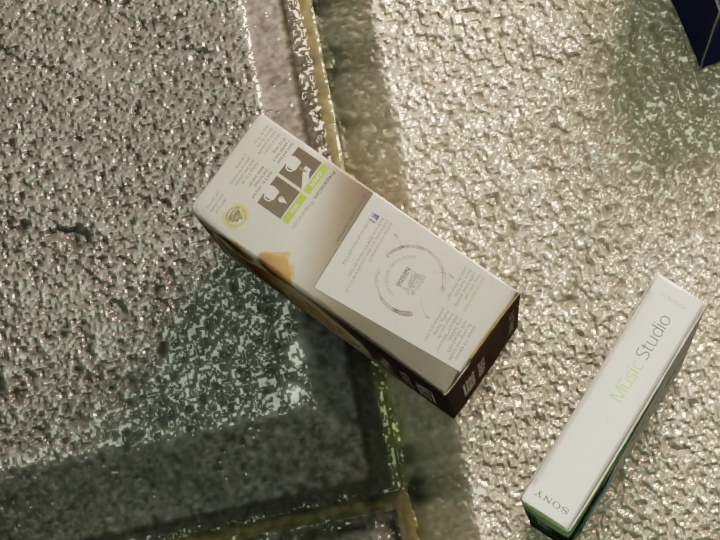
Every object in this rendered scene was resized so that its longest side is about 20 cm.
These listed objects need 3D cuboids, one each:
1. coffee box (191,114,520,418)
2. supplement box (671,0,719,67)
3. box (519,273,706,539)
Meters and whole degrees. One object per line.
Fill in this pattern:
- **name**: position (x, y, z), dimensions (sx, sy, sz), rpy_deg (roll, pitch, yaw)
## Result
- **coffee box**: position (0.000, 0.000, 0.947), dimensions (0.199, 0.114, 0.080), rpy_deg (35, 83, 13)
- **supplement box**: position (0.300, -0.233, 0.964), dimensions (0.199, 0.110, 0.109), rpy_deg (-22, 77, 1)
- **box**: position (0.147, 0.091, 0.867), dimensions (0.036, 0.200, 0.145), rpy_deg (31, 83, 15)
